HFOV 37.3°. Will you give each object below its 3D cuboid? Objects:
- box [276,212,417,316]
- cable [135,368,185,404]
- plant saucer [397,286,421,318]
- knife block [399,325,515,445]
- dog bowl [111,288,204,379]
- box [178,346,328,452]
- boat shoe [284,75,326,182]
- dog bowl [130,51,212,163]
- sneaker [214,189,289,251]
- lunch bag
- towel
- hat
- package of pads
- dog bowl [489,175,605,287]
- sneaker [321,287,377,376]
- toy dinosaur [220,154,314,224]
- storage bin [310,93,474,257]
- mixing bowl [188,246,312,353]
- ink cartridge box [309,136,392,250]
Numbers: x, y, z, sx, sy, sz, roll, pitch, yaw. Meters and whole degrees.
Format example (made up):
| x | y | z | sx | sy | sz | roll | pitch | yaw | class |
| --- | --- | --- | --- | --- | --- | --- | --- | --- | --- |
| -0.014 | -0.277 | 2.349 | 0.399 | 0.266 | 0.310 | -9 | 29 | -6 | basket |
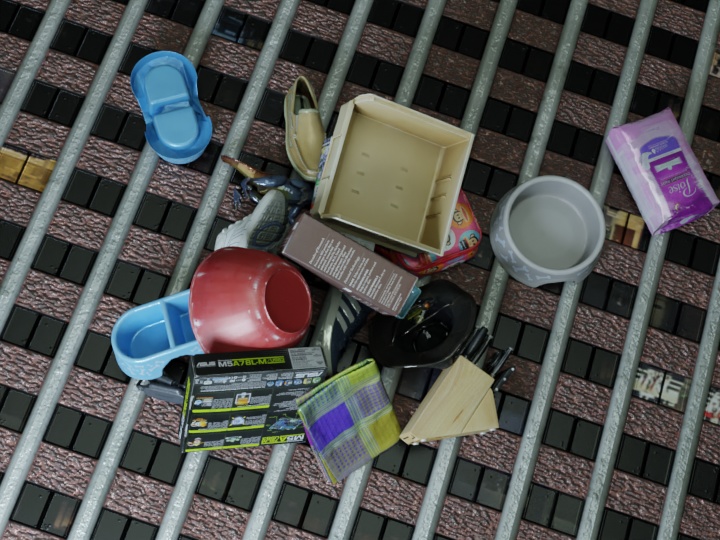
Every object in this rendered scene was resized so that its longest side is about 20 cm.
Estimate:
| x | y | z | sx | sy | sz | roll | pitch | yaw | class |
| --- | --- | --- | --- | --- | --- | --- | --- | --- | --- |
| -0.022 | -0.008 | 1.615 | 0.200 | 0.100 | 0.075 | 31 | 85 | -8 | box |
| -0.247 | 0.137 | 1.667 | 0.199 | 0.051 | 0.164 | 8 | 59 | 18 | cable |
| 0.000 | 0.000 | 1.705 | 0.200 | 0.019 | 0.070 | 35 | 54 | 2 | plant saucer |
| 0.151 | 0.176 | 1.696 | 0.199 | 0.064 | 0.176 | -6 | 75 | -16 | knife block |
| -0.288 | 0.092 | 1.632 | 0.199 | 0.050 | 0.112 | -19 | 63 | 1 | dog bowl |
| -0.162 | 0.193 | 1.583 | 0.199 | 0.193 | 0.048 | -3 | 50 | -18 | box |
| -0.091 | -0.239 | 1.771 | 0.071 | 0.076 | 0.200 | -7 | 56 | -17 | boat shoe |
| -0.318 | -0.270 | 1.800 | 0.111 | 0.050 | 0.201 | -16 | 75 | -11 | dog bowl |
| -0.189 | -0.048 | 1.698 | 0.087 | 0.074 | 0.200 | 40 | 101 | 33 | sneaker |
| 0.090 | -0.090 | 1.776 | 0.176 | 0.082 | 0.201 | -22 | 75 | -8 | lunch bag |
| -0.013 | 0.230 | 1.620 | 0.143 | 0.200 | 0.023 | -29 | 43 | -13 | towel |
| 0.109 | 0.108 | 1.695 | 0.200 | 0.200 | 0.081 | -40 | 124 | -16 | hat |
| 0.518 | -0.172 | 1.845 | 0.120 | 0.076 | 0.201 | -21 | 76 | -9 | package of pads |
| 0.321 | -0.070 | 1.802 | 0.199 | 0.059 | 0.201 | 2 | 74 | -6 | dog bowl |
| -0.011 | 0.076 | 1.712 | 0.084 | 0.075 | 0.201 | 11 | 72 | 2 | sneaker |
| -0.112 | -0.141 | 1.766 | 0.181 | 0.105 | 0.201 | -8 | 62 | -27 | toy dinosaur |
| 0.048 | -0.145 | 1.655 | 0.198 | 0.094 | 0.201 | 19 | 81 | -20 | storage bin |
| -0.143 | 0.052 | 1.584 | 0.200 | 0.108 | 0.201 | 16 | 68 | -46 | mixing bowl |
| -0.022 | -0.103 | 1.705 | 0.109 | 0.050 | 0.201 | 13 | 84 | -19 | ink cartridge box |
